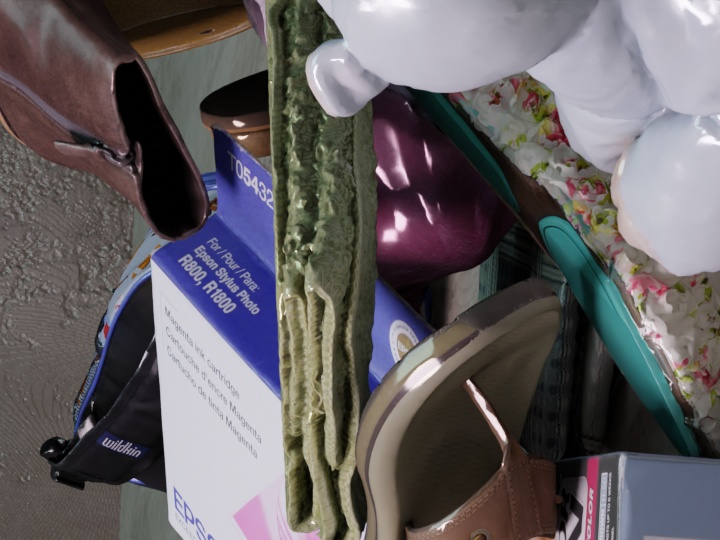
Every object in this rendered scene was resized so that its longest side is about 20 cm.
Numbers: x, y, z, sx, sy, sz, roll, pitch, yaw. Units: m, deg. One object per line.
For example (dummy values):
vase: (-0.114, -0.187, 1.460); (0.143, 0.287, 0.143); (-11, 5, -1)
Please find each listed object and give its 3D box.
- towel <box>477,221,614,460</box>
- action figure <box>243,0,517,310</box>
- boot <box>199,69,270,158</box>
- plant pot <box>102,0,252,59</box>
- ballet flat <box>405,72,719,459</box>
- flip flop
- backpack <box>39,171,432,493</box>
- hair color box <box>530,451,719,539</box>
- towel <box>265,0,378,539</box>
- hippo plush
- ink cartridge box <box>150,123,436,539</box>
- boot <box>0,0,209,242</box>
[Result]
towel: (0.082, -0.025, 1.163); (0.193, 0.034, 0.201); (-137, 50, -81)
action figure: (0.000, 0.000, 1.139); (0.134, 0.148, 0.201); (-106, 33, -52)
boot: (0.006, -0.060, 1.246); (0.073, 0.200, 0.076); (11, 106, 37)
plant pot: (-0.106, -0.199, 1.235); (0.186, 0.186, 0.201); (148, 108, -78)
ballet flat: (0.080, -0.030, 0.949); (0.200, 0.064, 0.076); (54, 175, 14)
flip flop: (0.035, 0.085, 0.924); (0.058, 0.081, 0.201); (37, 132, 29)
backpack: (-0.048, 0.041, 1.463); (0.191, 0.199, 0.155); (113, 173, -51)
hair color box: (0.087, 0.117, 0.958); (0.200, 0.060, 0.100); (149, 126, -79)
towel: (-0.013, -0.017, 0.967); (0.149, 0.036, 0.201); (91, 177, -48)
hippo plush: (0.057, -0.073, 0.830); (0.200, 0.160, 0.160); (-117, 33, -53)
ink cartridge box: (-0.023, 0.073, 1.111); (0.196, 0.043, 0.201); (44, 146, 46)
boot: (-0.128, -0.120, 1.110); (0.166, 0.072, 0.201); (38, 155, 46)
